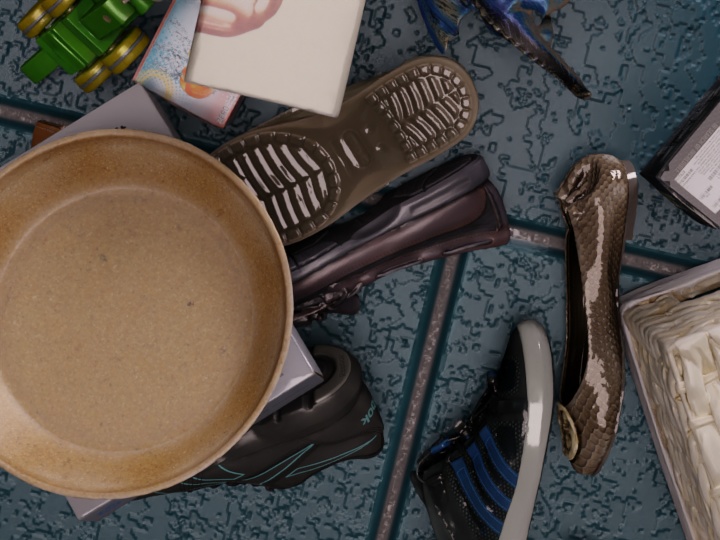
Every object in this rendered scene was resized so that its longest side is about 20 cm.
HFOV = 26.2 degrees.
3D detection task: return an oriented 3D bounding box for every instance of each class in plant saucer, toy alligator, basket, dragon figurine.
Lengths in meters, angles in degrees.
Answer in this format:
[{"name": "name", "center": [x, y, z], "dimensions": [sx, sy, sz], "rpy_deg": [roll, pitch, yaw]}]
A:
[{"name": "plant saucer", "center": [-0.133, 0.024, 0.843], "dimensions": [0.200, 0.035, 0.200], "rpy_deg": [-1, 81, 6]}, {"name": "toy alligator", "center": [-0.144, -0.154, 0.897], "dimensions": [0.059, 0.200, 0.054], "rpy_deg": [43, 60, -18]}, {"name": "basket", "center": [0.253, 0.097, 0.945], "dimensions": [0.136, 0.123, 0.200], "rpy_deg": [-19, 98, 3]}, {"name": "dragon figurine", "center": [0.067, -0.165, 0.901], "dimensions": [0.099, 0.059, 0.200], "rpy_deg": [-4, 61, -16]}]

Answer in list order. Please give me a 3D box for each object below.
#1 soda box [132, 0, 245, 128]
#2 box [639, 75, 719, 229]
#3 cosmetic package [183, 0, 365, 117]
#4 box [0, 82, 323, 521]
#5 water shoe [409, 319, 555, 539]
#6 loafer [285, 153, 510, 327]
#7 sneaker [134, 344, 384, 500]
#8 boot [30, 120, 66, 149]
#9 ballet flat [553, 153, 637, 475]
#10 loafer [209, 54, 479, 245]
[{"name": "soda box", "center": [-0.061, -0.187, 0.926], "dimensions": [0.064, 0.068, 0.200], "rpy_deg": [29, 98, -4]}, {"name": "box", "center": [0.245, -0.116, 0.890], "dimensions": [0.051, 0.158, 0.200], "rpy_deg": [40, 97, 2]}, {"name": "cosmetic package", "center": [-0.031, -0.192, 0.838], "dimensions": [0.087, 0.103, 0.200], "rpy_deg": [12, 98, -5]}, {"name": "box", "center": [-0.138, 0.017, 0.883], "dimensions": [0.156, 0.041, 0.200], "rpy_deg": [-31, 77, 0]}, {"name": "water shoe", "center": [0.072, 0.126, 0.978], "dimensions": [0.079, 0.072, 0.200], "rpy_deg": [10, 99, 1]}, {"name": "loafer", "center": [0.000, 0.000, 0.959], "dimensions": [0.200, 0.072, 0.063], "rpy_deg": [-29, 103, 2]}, {"name": "sneaker", "center": [-0.079, 0.115, 0.976], "dimensions": [0.200, 0.075, 0.079], "rpy_deg": [-18, 131, 18]}, {"name": "boot", "center": [-0.139, 0.000, 0.941], "dimensions": [0.200, 0.077, 0.155], "rpy_deg": [18, 94, 27]}, {"name": "ballet flat", "center": [0.138, 0.027, 0.961], "dimensions": [0.046, 0.067, 0.200], "rpy_deg": [3, 95, -14]}, {"name": "loafer", "center": [-0.013, -0.072, 0.949], "dimensions": [0.200, 0.068, 0.076], "rpy_deg": [-22, 97, 20]}]
